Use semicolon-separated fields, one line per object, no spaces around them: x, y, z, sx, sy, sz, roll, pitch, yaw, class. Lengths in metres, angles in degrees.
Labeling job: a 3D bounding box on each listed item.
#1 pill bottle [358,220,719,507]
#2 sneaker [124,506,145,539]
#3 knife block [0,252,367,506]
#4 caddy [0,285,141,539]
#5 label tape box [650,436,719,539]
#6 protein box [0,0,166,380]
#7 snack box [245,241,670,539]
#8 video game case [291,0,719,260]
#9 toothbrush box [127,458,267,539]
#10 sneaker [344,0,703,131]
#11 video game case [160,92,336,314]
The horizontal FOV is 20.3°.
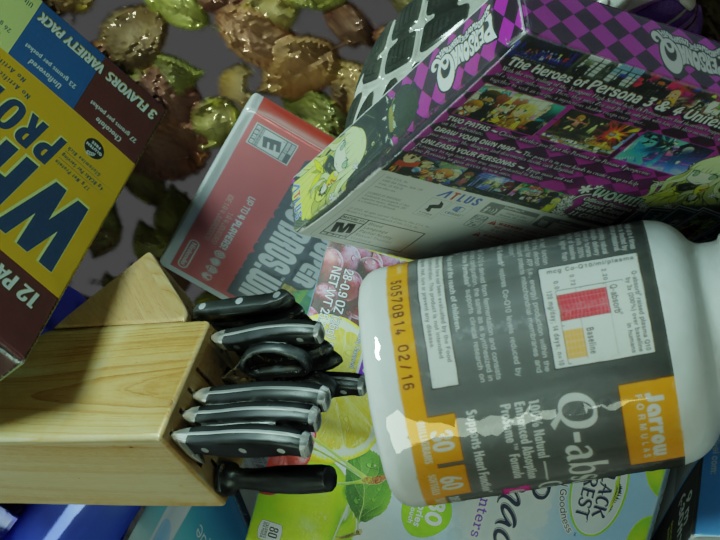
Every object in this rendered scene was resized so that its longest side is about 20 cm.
0.104;0.040;0.945;0.198;0.117;0.117;-10;130;7;pill bottle
-0.156;0.214;1.314;0.073;0.116;0.200;-14;126;32;sneaker
-0.099;0.081;0.988;0.200;0.176;0.064;-37;130;1;knife block
-0.185;0.102;1.168;0.141;0.200;0.105;34;120;-7;caddy
0.192;0.106;1.028;0.066;0.144;0.201;15;137;1;label tape box
-0.240;-0.022;1.061;0.135;0.199;0.200;40;134;-18;protein box
0.059;0.090;1.039;0.199;0.170;0.068;15;180;7;snack box
0.097;-0.052;0.934;0.199;0.036;0.181;12;147;-32;video game case
-0.081;0.206;1.171;0.085;0.147;0.201;11;123;-31;toothbrush box
0.073;-0.091;0.949;0.199;0.081;0.083;-19;135;41;sneaker
0.000;0.000;1.108;0.199;0.018;0.143;30;136;-5;video game case
